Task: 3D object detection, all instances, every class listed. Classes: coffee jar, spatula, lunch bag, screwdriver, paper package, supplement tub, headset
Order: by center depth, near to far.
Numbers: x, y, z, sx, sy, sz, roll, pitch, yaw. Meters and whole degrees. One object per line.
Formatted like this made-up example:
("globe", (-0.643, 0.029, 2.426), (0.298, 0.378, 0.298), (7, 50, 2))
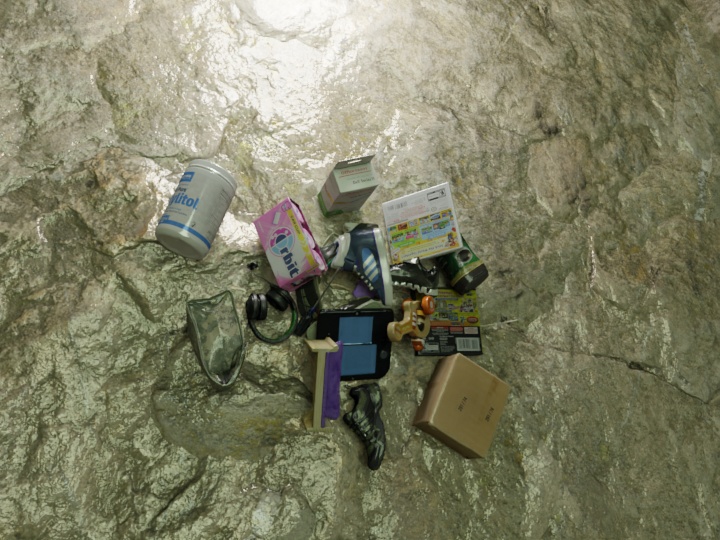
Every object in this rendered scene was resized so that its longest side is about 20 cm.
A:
("lunch bag", (-0.311, 0.166, 1.207), (0.115, 0.164, 0.205), (-14, 79, -20))
("supplement tub", (-0.387, -0.142, 1.293), (0.129, 0.132, 0.204), (23, 68, -11))
("headset", (-0.229, 0.076, 1.328), (0.121, 0.093, 0.205), (-22, 97, -28))
("screwdriver", (-0.104, 0.074, 1.330), (0.028, 0.029, 0.203), (29, 97, -20))
("paper package", (0.258, 0.345, 1.387), (0.188, 0.103, 0.203), (32, 65, -9))
("spatula", (-0.017, 0.107, 1.407), (0.056, 0.021, 0.203), (33, 67, -9))
("coffee jar", (0.259, -0.037, 1.499), (0.103, 0.086, 0.202), (-28, 75, -21))

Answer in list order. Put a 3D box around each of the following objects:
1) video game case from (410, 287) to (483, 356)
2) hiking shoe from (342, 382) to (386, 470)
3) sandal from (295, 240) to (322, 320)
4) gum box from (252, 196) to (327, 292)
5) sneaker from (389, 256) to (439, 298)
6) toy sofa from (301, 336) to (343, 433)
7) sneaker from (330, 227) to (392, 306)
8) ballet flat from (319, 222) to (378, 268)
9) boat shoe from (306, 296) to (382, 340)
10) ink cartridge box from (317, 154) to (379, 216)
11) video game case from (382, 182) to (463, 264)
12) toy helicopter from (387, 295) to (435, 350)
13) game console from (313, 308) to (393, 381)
("video game case", (0.234, 0.138, 1.484), (0.194, 0.025, 0.186), (2, 73, -18))
("hiking shoe", (0.005, 0.375, 1.314), (0.098, 0.076, 0.205), (0, 65, -10))
("sandal", (-0.132, 0.023, 1.375), (0.078, 0.057, 0.207), (-3, 91, 15))
("gum box", (-0.170, -0.058, 1.328), (0.112, 0.066, 0.203), (-31, 69, 12))
("sneaker", (0.119, 0.001, 1.435), (0.195, 0.067, 0.093), (16, 104, 2))
("toy sofa", (-0.081, 0.264, 1.266), (0.095, 0.083, 0.206), (3, 96, -16))
("sneaker", (0.000, 0.000, 1.372), (0.142, 0.081, 0.206), (-10, 96, 7))
("ballet flat", (-0.039, -0.084, 1.435), (0.198, 0.068, 0.069), (-35, 75, -25))
("boat shoe", (-0.043, 0.122, 1.356), (0.197, 0.061, 0.073), (-19, 111, -11))
("ink cartridge box", (-0.028, -0.215, 1.402), (0.115, 0.200, 0.069), (-16, 79, -22))
("video game case", (0.165, -0.121, 1.473), (0.195, 0.023, 0.187), (-15, 75, 19))
("toy helicopter", (0.122, 0.145, 1.358), (0.198, 0.077, 0.136), (-14, 95, -57))
("game console", (-0.016, 0.181, 1.333), (0.194, 0.031, 0.182), (0, 106, -19))
